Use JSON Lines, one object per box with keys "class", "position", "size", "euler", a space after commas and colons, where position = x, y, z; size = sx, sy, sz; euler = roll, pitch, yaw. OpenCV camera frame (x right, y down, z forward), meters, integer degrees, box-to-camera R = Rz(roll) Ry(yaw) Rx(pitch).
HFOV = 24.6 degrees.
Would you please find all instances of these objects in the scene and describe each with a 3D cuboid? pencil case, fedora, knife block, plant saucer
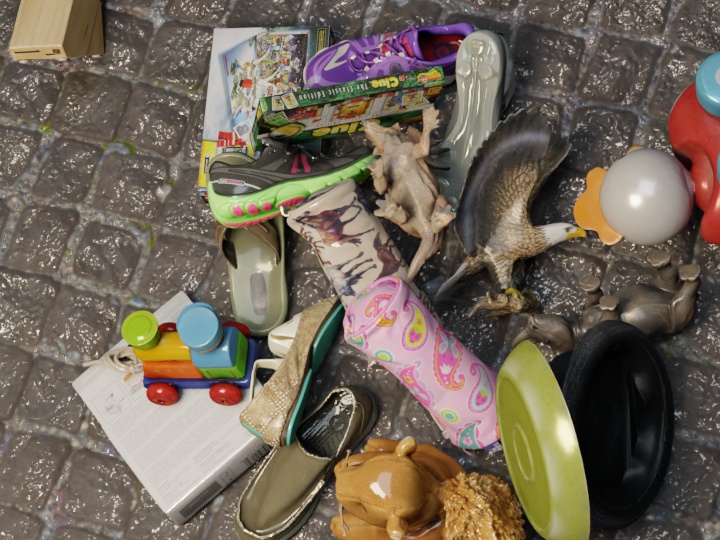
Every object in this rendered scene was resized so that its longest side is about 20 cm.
{"class": "pencil case", "position": [0.000, 0.000, 1.678], "size": [0.089, 0.078, 0.201], "euler": [-32, 103, -2]}
{"class": "fedora", "position": [0.223, 0.149, 1.609], "size": [0.091, 0.200, 0.202], "euler": [-2, 65, 47]}
{"class": "knife block", "position": [-0.340, -0.327, 1.870], "size": [0.063, 0.200, 0.177], "euler": [-3, 99, 10]}
{"class": "pencil case", "position": [0.070, 0.095, 1.625], "size": [0.200, 0.087, 0.088], "euler": [45, 80, -22]}
{"class": "plant saucer", "position": [0.162, 0.166, 1.527], "size": [0.031, 0.200, 0.201], "euler": [-13, 67, -8]}

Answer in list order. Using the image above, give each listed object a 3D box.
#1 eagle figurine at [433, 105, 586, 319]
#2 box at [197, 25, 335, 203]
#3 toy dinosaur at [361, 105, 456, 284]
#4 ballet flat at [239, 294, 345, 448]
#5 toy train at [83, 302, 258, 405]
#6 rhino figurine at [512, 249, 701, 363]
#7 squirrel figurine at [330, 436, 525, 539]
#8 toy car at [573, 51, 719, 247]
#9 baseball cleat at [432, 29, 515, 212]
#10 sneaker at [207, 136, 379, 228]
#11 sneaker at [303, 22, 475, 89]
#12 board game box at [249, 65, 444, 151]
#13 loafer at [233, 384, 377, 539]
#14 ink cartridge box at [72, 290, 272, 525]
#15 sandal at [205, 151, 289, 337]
{"class": "eagle figurine", "position": [0.156, -0.053, 1.687], "size": [0.150, 0.151, 0.202], "euler": [-2, 84, -28]}
{"class": "box", "position": [-0.103, -0.173, 1.834], "size": [0.135, 0.038, 0.202], "euler": [1, 70, 10]}
{"class": "toy dinosaur", "position": [0.058, -0.079, 1.682], "size": [0.085, 0.136, 0.202], "euler": [-14, 76, 5]}
{"class": "ballet flat", "position": [-0.071, 0.091, 1.681], "size": [0.065, 0.071, 0.201], "euler": [17, 45, 8]}
{"class": "toy train", "position": [-0.213, 0.079, 1.680], "size": [0.198, 0.116, 0.085], "euler": [-1, 64, 16]}
{"class": "rhino figurine", "position": [0.248, 0.047, 1.660], "size": [0.199, 0.088, 0.060], "euler": [-19, 47, 3]}
{"class": "squirrel figurine", "position": [0.066, 0.220, 1.573], "size": [0.198, 0.187, 0.143], "euler": [9, 72, 14]}
{"class": "toy car", "position": [0.306, -0.097, 1.646], "size": [0.198, 0.184, 0.178], "euler": [-12, 68, 6]}
{"class": "baseball cleat", "position": [0.131, -0.155, 1.767], "size": [0.069, 0.106, 0.202], "euler": [18, 104, 23]}
{"class": "sneaker", "position": [-0.068, -0.107, 1.729], "size": [0.199, 0.077, 0.084], "euler": [-14, 73, -27]}
{"class": "sneaker", "position": [0.034, -0.235, 1.791], "size": [0.198, 0.083, 0.081], "euler": [-16, 77, -4]}
{"class": "board game box", "position": [-0.015, -0.171, 1.750], "size": [0.198, 0.105, 0.024], "euler": [-12, 76, -13]}
{"class": "loafer", "position": [-0.062, 0.191, 1.672], "size": [0.075, 0.070, 0.201], "euler": [32, 79, 20]}
{"class": "ink cartridge box", "position": [-0.188, 0.142, 1.736], "size": [0.160, 0.047, 0.200], "euler": [-40, 59, -5]}
{"class": "sandal", "position": [-0.118, -0.031, 1.753], "size": [0.079, 0.057, 0.203], "euler": [-14, 82, 12]}
